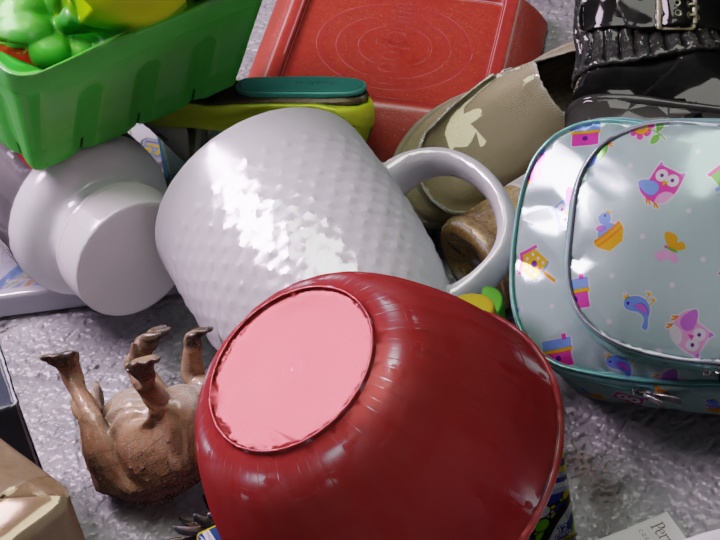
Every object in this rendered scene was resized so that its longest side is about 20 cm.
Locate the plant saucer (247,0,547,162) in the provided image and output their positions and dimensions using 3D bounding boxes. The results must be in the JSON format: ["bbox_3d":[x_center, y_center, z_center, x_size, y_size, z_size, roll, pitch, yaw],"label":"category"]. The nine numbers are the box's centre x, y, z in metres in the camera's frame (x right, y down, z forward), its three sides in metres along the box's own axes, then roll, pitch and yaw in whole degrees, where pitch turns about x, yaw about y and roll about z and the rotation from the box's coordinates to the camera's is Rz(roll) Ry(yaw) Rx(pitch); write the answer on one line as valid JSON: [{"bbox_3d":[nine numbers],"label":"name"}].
[{"bbox_3d":[0.023,-0.147,1.605,0.199,0.037,0.200,7,40,7],"label":"plant saucer"}]

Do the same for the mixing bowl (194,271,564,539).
[{"bbox_3d":[-0.009,0.075,1.168,0.200,0.108,0.201,-19,48,22],"label":"mixing bowl"}]

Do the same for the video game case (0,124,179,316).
[{"bbox_3d":[-0.167,-0.044,1.575,0.199,0.022,0.183,-7,40,5],"label":"video game case"}]

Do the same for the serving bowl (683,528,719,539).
[{"bbox_3d":[0.173,0.208,1.080,0.199,0.201,0.066,-20,18,-10],"label":"serving bowl"}]

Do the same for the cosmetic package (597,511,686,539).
[{"bbox_3d":[0.093,0.215,1.159,0.199,0.085,0.108,-22,36,-11],"label":"cosmetic package"}]

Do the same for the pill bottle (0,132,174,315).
[{"bbox_3d":[-0.193,-0.053,1.490,0.111,0.111,0.200,-29,43,-20],"label":"pill bottle"}]

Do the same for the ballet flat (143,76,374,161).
[{"bbox_3d":[-0.090,-0.101,1.519,0.199,0.067,0.067,8,24,6],"label":"ballet flat"}]

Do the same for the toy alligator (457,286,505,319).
[{"bbox_3d":[0.049,0.075,1.243,0.054,0.059,0.200,-6,36,9],"label":"toy alligator"}]

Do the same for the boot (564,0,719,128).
[{"bbox_3d":[0.229,-0.134,1.439,0.210,0.080,0.158,11,60,0],"label":"boot"}]

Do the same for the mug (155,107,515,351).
[{"bbox_3d":[0.000,0.000,1.379,0.200,0.148,0.176,-31,52,-6],"label":"mug"}]

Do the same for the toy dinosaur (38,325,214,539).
[{"bbox_3d":[-0.118,0.107,1.346,0.086,0.136,0.200,-17,10,-39],"label":"toy dinosaur"}]

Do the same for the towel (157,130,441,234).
[{"bbox_3d":[-0.034,-0.063,1.545,0.199,0.022,0.147,-4,41,-7],"label":"towel"}]

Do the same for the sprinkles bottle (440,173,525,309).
[{"bbox_3d":[0.147,-0.049,1.467,0.200,0.068,0.068,-31,43,-21],"label":"sprinkles bottle"}]

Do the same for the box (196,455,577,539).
[{"bbox_3d":[0.016,0.145,1.271,0.199,0.070,0.064,-24,39,-14],"label":"box"}]

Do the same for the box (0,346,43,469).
[{"bbox_3d":[-0.279,0.130,1.302,0.199,0.149,0.107,-20,40,-10],"label":"box"}]

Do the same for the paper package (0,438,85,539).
[{"bbox_3d":[-0.219,0.205,1.158,0.190,0.200,0.103,-33,44,-22],"label":"paper package"}]

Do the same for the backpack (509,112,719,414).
[{"bbox_3d":[0.183,-0.006,1.327,0.199,0.153,0.177,0,81,27],"label":"backpack"}]

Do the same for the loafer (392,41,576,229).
[{"bbox_3d":[0.102,-0.099,1.495,0.200,0.076,0.068,-37,2,-26],"label":"loafer"}]

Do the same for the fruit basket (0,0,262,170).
[{"bbox_3d":[-0.157,-0.183,1.402,0.215,0.216,0.155,-34,51,-25],"label":"fruit basket"}]
